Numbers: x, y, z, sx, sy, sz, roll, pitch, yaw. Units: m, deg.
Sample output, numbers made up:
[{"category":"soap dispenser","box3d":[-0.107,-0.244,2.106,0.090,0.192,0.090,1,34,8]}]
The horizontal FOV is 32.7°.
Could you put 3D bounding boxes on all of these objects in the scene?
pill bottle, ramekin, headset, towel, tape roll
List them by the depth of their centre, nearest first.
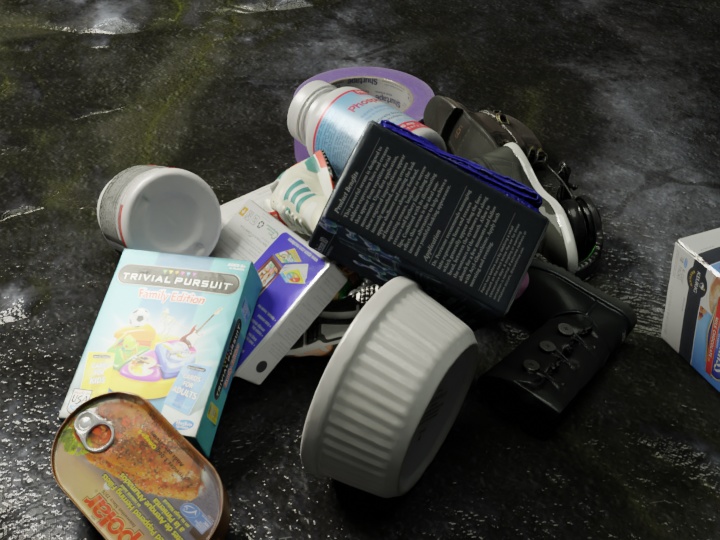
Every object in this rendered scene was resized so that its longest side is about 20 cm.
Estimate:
[{"category":"ramekin","box3d":[0.034,0.117,1.140,0.093,0.205,0.202,27,41,17]},{"category":"towel","box3d":[0.098,-0.097,1.308,0.198,0.050,0.148,27,0,0]},{"category":"pill bottle","box3d":[-0.238,-0.063,1.412,0.112,0.116,0.199,-15,12,-21]},{"category":"pill bottle","box3d":[0.003,-0.158,1.508,0.108,0.110,0.199,-28,47,-35]},{"category":"headset","box3d":[0.239,-0.053,1.509,0.121,0.095,0.202,7,50,11]},{"category":"tape roll","box3d":[0.005,-0.200,1.691,0.196,0.086,0.201,0,35,0]}]

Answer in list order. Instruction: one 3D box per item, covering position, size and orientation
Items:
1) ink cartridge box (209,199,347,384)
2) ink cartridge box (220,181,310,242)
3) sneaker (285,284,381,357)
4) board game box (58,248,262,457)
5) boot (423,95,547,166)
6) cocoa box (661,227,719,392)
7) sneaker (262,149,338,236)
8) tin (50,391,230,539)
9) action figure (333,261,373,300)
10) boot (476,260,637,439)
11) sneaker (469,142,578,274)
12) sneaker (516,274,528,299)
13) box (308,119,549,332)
[{"category":"ink cartridge box","box3d":[-0.134,0.037,1.329,0.200,0.043,0.198,-47,40,-6]},{"category":"ink cartridge box","box3d":[-0.068,-0.050,1.480,0.159,0.051,0.199,-25,38,-26]},{"category":"sneaker","box3d":[-0.028,0.070,1.323,0.197,0.080,0.075,-6,54,19]},{"category":"board game box","box3d":[-0.199,0.079,1.240,0.148,0.047,0.203,5,58,16]},{"category":"boot","box3d":[0.188,-0.162,1.620,0.172,0.070,0.201,7,40,-42]},{"category":"cocoa box","box3d":[0.444,0.031,1.308,0.197,0.135,0.131,-14,37,-20]},{"category":"sneaker","box3d":[-0.062,-0.062,1.407,0.092,0.071,0.201,-24,33,7]},{"category":"tin","box3d":[-0.200,0.194,1.113,0.112,0.042,0.199,-40,57,-18]},{"category":"action figure","box3d":[0.000,0.000,1.431,0.117,0.055,0.199,26,46,29]},{"category":"boot","box3d":[0.182,0.079,1.310,0.163,0.066,0.200,20,44,30]},{"category":"sneaker","box3d":[0.173,-0.061,1.420,0.098,0.071,0.202,-16,52,-15]},{"category":"sneaker","box3d":[0.095,-0.014,1.361,0.199,0.089,0.080,35,14,27]},{"category":"box","box3d":[0.062,-0.037,1.206,0.198,0.148,0.108,28,78,-2]}]
